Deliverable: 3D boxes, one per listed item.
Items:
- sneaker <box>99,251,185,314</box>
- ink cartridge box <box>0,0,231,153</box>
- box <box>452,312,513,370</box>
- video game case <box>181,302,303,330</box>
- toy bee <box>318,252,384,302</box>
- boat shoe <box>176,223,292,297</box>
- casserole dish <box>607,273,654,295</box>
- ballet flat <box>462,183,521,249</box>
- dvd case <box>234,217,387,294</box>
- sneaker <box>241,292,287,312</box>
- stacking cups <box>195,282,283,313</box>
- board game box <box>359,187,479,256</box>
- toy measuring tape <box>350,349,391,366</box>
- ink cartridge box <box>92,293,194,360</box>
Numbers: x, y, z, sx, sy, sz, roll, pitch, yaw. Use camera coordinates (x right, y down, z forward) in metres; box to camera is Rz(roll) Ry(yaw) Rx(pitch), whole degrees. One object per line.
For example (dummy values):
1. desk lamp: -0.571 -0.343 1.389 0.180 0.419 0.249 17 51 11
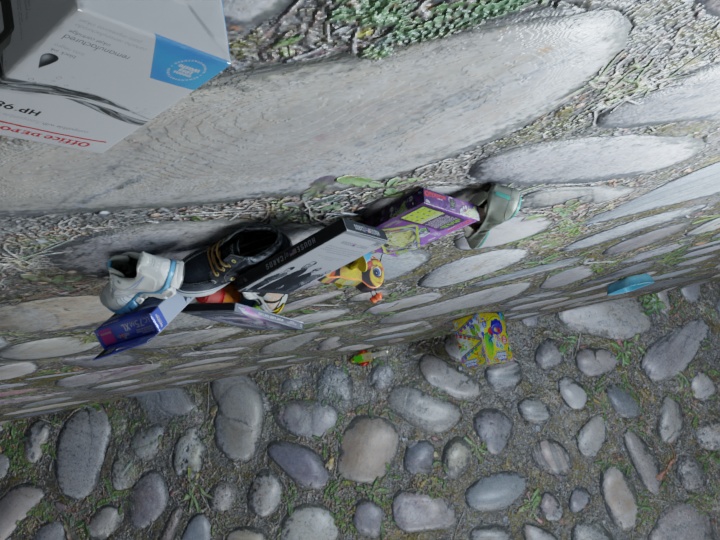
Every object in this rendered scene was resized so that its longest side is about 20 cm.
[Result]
1. sneaker: -0.350 0.008 1.064 0.197 0.077 0.086 -19 144 39
2. ink cartridge box: -0.195 -0.139 0.479 0.197 0.069 0.115 -20 166 36
3. box: 0.480 0.274 2.762 0.120 0.198 0.197 -21 166 40
4. video game case: -0.221 0.089 1.346 0.140 0.020 0.199 -3 164 34
5. toy bee: 0.000 0.000 1.226 0.194 0.112 0.131 -10 167 -6
6. boat shoe: -0.200 -0.021 1.048 0.195 0.073 0.091 -19 167 1
7. casserole dish: 0.977 0.050 2.576 0.118 0.040 0.200 -9 169 -15
8. ballet flat: 0.194 -0.091 1.140 0.062 0.069 0.200 19 162 -6
9. dvd case: -0.071 -0.016 1.059 0.197 0.025 0.150 -28 166 21
10. sneaker: -0.159 0.030 1.299 0.078 0.076 0.200 -14 168 6
11. stacking cups: -0.229 0.052 1.365 0.059 0.062 0.198 -18 166 32
12. board game box: 0.076 -0.071 1.114 0.118 0.033 0.198 17 154 -34
13. toy measuring tape: 0.051 0.389 3.202 0.195 0.076 0.073 -14 168 15
14. ink cartridge box: -0.343 0.066 1.144 0.117 0.043 0.201 -17 -158 22
